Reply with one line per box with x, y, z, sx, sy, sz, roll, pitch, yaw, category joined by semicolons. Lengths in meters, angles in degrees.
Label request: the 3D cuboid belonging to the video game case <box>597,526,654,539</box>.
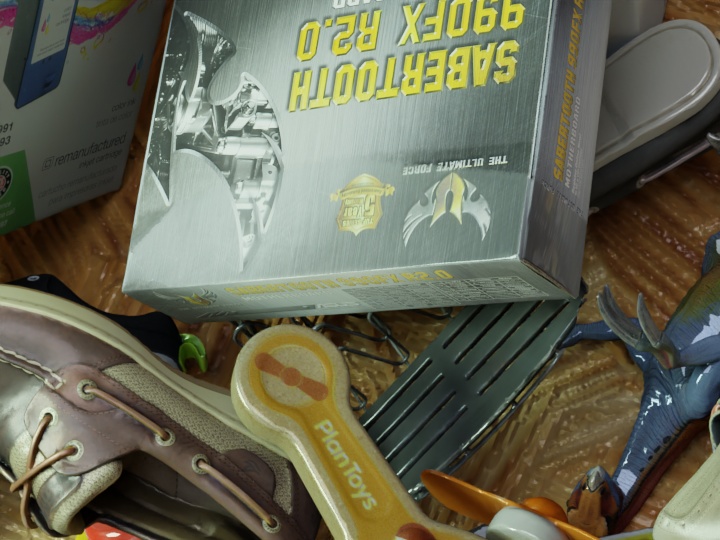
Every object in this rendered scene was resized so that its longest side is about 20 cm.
0.188;0.185;0.779;0.180;0.026;0.201;-9;65;-13;video game case

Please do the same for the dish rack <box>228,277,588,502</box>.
0.000;0.000;0.862;0.153;0.055;0.200;-48;48;12;dish rack

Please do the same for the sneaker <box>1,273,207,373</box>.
-0.168;0.040;0.926;0.199;0.072;0.083;10;46;14;sneaker

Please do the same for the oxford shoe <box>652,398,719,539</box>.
0.181;0.052;0.808;0.075;0.071;0.200;14;36;27;oxford shoe

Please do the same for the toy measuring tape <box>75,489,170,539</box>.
-0.092;0.145;0.826;0.073;0.074;0.200;1;37;11;toy measuring tape

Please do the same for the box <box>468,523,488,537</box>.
0.003;0.207;0.830;0.199;0.036;0.143;-25;66;2;box

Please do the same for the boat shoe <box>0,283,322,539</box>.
-0.107;0.070;0.796;0.200;0.072;0.072;26;40;-7;boat shoe

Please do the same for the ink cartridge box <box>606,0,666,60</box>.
0.036;-0.155;0.907;0.199;0.145;0.084;8;65;14;ink cartridge box

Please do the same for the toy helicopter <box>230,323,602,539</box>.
0.021;0.103;0.765;0.132;0.079;0.200;-27;74;-20;toy helicopter

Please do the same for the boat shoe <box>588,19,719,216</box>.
0.084;-0.041;0.901;0.200;0.057;0.067;-28;54;17;boat shoe

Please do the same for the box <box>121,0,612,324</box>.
0.002;-0.063;0.823;0.199;0.048;0.159;-4;68;36;box

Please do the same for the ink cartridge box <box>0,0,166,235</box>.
-0.156;-0.123;0.886;0.087;0.145;0.201;24;114;20;ink cartridge box

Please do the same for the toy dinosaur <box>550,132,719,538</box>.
0.152;0.035;0.847;0.199;0.105;0.182;10;90;2;toy dinosaur
